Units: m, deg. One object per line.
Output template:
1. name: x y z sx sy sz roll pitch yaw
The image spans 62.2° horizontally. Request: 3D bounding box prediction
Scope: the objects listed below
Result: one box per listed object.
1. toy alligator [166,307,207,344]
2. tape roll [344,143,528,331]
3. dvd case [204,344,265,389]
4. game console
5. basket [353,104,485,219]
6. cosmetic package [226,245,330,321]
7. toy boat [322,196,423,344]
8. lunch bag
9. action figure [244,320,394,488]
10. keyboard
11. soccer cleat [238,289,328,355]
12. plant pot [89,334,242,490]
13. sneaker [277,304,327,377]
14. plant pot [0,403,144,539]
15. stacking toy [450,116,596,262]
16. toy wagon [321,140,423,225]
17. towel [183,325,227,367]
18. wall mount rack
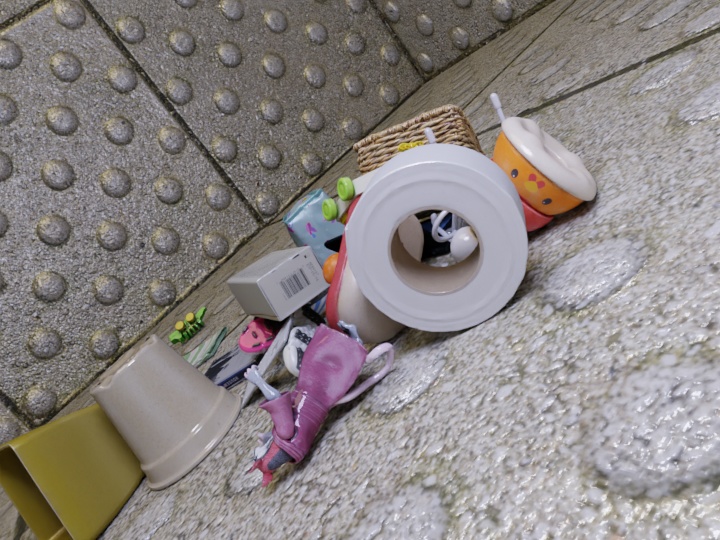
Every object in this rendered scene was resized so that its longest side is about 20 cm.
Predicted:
1. toy alligator: -0.538 0.193 1.817 0.200 0.060 0.054 -42 55 -11
2. tape roll: 0.085 -0.035 0.671 0.201 0.203 0.071 -32 16 25
3. dvd case: -0.247 0.185 1.180 0.199 0.025 0.151 -32 16 24
4. game console: 0.068 -0.074 0.997 0.176 0.117 0.199 -48 18 -31
5. basket: 0.112 -0.173 1.021 0.198 0.151 0.142 -19 -4 25
6. cosmetic package: -0.137 0.020 0.963 0.103 0.074 0.199 -35 12 -21
7. toy boat: 0.000 0.000 0.819 0.130 0.130 0.203 -7 63 43
8. lunch bag: -0.077 -0.075 1.241 0.122 0.171 0.200 -43 11 -5
9. action figure: -0.059 0.166 0.705 0.147 0.135 0.201 17 60 20
10. keyboard: -0.148 0.144 0.932 0.201 0.011 0.057 -55 12 40
11. soccer cleat: -0.123 0.093 1.060 0.199 0.087 0.070 -39 56 -20
12. plant pot: -0.327 0.215 0.974 0.199 0.184 0.201 -36 15 11
13. sneaker: -0.094 0.123 0.924 0.081 0.075 0.200 -50 11 10
14. plant pot: -0.484 0.334 1.018 0.199 0.202 0.176 -24 9 43
15. stacking toy: 0.190 -0.081 0.777 0.201 0.145 0.147 -53 6 29
16. toy wagon: 0.036 -0.119 0.866 0.153 0.040 0.200 -13 -14 -26
17. towel: -0.431 0.226 1.510 0.199 0.023 0.153 -36 14 14
18. wall mount rack: 0.160 -0.136 0.838 0.199 0.175 0.075 -31 53 -18
